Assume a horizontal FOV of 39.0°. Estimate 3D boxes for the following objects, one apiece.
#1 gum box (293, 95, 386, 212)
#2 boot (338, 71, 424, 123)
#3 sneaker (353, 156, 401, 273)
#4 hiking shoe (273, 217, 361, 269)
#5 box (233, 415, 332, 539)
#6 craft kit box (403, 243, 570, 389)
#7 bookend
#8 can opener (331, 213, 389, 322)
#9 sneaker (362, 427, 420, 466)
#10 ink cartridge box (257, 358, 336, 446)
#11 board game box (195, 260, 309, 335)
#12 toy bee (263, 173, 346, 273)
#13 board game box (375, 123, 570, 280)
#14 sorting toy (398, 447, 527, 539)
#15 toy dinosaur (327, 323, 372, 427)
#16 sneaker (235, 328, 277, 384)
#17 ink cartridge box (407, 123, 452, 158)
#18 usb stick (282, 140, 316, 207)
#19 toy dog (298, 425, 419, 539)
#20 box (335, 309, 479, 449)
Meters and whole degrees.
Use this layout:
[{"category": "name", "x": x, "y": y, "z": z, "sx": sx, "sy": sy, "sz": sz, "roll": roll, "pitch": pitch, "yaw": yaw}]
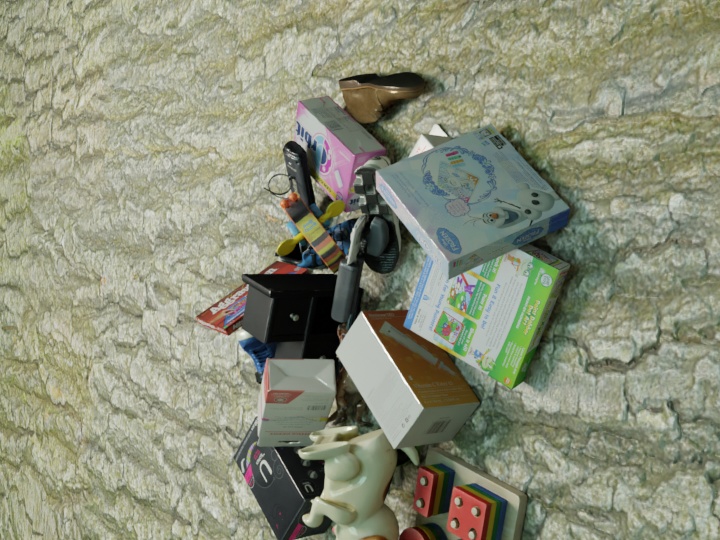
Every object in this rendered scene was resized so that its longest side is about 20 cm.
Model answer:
[{"category": "gum box", "x": -0.044, "y": -0.205, "z": 1.749, "sx": 0.200, "sy": 0.066, "sz": 0.114, "roll": 48, "pitch": 140, "yaw": 38}, {"category": "boot", "x": 0.041, "y": -0.286, "z": 1.683, "sx": 0.200, "sy": 0.073, "sz": 0.076, "roll": 13, "pitch": 118, "yaw": 54}, {"category": "sneaker", "x": 0.041, "y": -0.094, "z": 1.677, "sx": 0.074, "sy": 0.089, "sz": 0.201, "roll": 8, "pitch": 120, "yaw": 22}, {"category": "hiking shoe", "x": -0.062, "y": -0.040, "z": 1.777, "sx": 0.200, "sy": 0.086, "sz": 0.075, "roll": -25, "pitch": 71, "yaw": 47}, {"category": "box", "x": -0.128, "y": 0.370, "z": 1.841, "sx": 0.200, "sy": 0.106, "sz": 0.123, "roll": 53, "pitch": 128, "yaw": 36}, {"category": "craft kit box", "x": 0.178, "y": 0.038, "z": 1.469, "sx": 0.197, "sy": 0.048, "sz": 0.201, "roll": 32, "pitch": 118, "yaw": 28}, {"category": "bookend", "x": -0.115, "y": 0.112, "z": 1.754, "sx": 0.092, "sy": 0.199, "sz": 0.200, "roll": 26, "pitch": 109, "yaw": 47}, {"category": "can opener", "x": 0.000, "y": 0.000, "z": 1.663, "sx": 0.067, "sy": 0.053, "sz": 0.201, "roll": 19, "pitch": 123, "yaw": 14}, {"category": "sneaker", "x": 0.030, "y": 0.295, "z": 1.668, "sx": 0.200, "sy": 0.084, "sz": 0.077, "roll": -50, "pitch": 54, "yaw": 38}, {"category": "ink cartridge box", "x": -0.114, "y": 0.229, "z": 1.735, "sx": 0.200, "sy": 0.116, "sz": 0.068, "roll": 108, "pitch": 161, "yaw": -51}, {"category": "board game box", "x": -0.196, "y": 0.048, "z": 1.868, "sx": 0.103, "sy": 0.200, "sz": 0.020, "roll": 13, "pitch": 132, "yaw": 50}, {"category": "toy bee", "x": -0.101, "y": -0.082, "z": 1.688, "sx": 0.200, "sy": 0.109, "sz": 0.131, "roll": 30, "pitch": 86, "yaw": 11}, {"category": "board game box", "x": 0.155, "y": -0.102, "z": 1.435, "sx": 0.200, "sy": 0.198, "sz": 0.043, "roll": 55, "pitch": 158, "yaw": 35}, {"category": "sorting toy", "x": 0.142, "y": 0.400, "z": 1.544, "sx": 0.200, "sy": 0.069, "sz": 0.200, "roll": 20, "pitch": 105, "yaw": 48}, {"category": "toy dinosaur", "x": -0.014, "y": 0.185, "z": 1.731, "sx": 0.200, "sy": 0.085, "sz": 0.136, "roll": 115, "pitch": 147, "yaw": -50}, {"category": "sneaker", "x": -0.169, "y": 0.157, "z": 1.853, "sx": 0.200, "sy": 0.076, "sz": 0.112, "roll": 59, "pitch": -165, "yaw": -80}, {"category": "ink cartridge box", "x": 0.121, "y": -0.130, "z": 1.571, "sx": 0.200, "sy": 0.068, "sz": 0.115, "roll": 54, "pitch": 128, "yaw": 35}, {"category": "usb stick", "x": -0.103, "y": -0.140, "z": 1.796, "sx": 0.055, "sy": 0.033, "sz": 0.200, "roll": 44, "pitch": 155, "yaw": 38}, {"category": "toy dog", "x": 0.002, "y": 0.352, "z": 1.596, "sx": 0.140, "sy": 0.193, "sz": 0.201, "roll": -102, "pitch": 2, "yaw": -85}, {"category": "box", "x": 0.071, "y": 0.165, "z": 1.587, "sx": 0.200, "sy": 0.124, "sz": 0.098, "roll": 56, "pitch": 129, "yaw": 33}]
